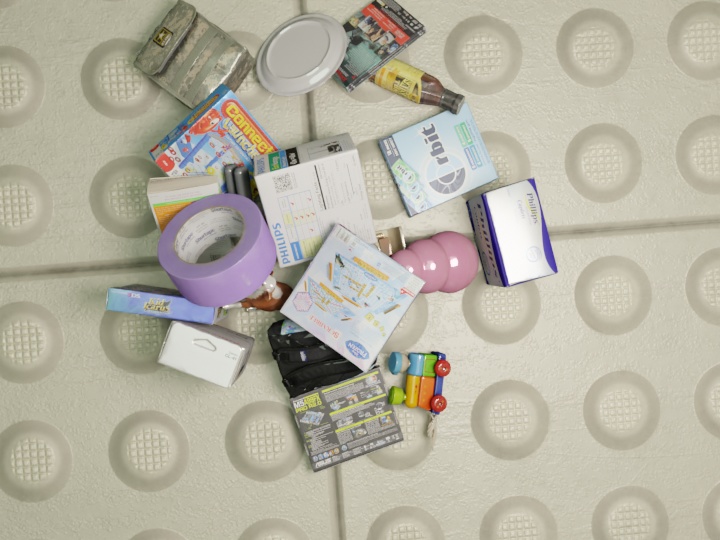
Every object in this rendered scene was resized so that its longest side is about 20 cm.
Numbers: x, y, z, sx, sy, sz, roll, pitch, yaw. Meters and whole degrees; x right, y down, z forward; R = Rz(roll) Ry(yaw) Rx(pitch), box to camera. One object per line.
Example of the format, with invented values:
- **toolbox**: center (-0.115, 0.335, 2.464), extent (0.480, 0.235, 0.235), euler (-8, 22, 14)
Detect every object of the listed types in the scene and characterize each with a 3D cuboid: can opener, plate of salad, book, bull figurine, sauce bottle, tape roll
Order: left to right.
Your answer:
- **book**: center (-0.325, -0.091, 1.410), extent (0.132, 0.048, 0.201), euler (-6, 134, -3)
- **tape roll**: center (-0.258, -0.038, 1.309), extent (0.198, 0.085, 0.201), euler (-8, 51, 10)
- **can opener**: center (-0.228, -0.118, 1.435), extent (0.052, 0.066, 0.201), euler (13, 127, 29)
- **bull figurine**: center (-0.195, 0.046, 1.405), extent (0.120, 0.200, 0.066), euler (-7, 78, 14)
- **plate of salad**: center (-0.117, -0.430, 1.456), extent (0.198, 0.048, 0.202), euler (-8, 64, 17)
- **sauce bottle**: center (0.115, -0.374, 1.461), extent (0.199, 0.066, 0.066), euler (26, 89, 12)

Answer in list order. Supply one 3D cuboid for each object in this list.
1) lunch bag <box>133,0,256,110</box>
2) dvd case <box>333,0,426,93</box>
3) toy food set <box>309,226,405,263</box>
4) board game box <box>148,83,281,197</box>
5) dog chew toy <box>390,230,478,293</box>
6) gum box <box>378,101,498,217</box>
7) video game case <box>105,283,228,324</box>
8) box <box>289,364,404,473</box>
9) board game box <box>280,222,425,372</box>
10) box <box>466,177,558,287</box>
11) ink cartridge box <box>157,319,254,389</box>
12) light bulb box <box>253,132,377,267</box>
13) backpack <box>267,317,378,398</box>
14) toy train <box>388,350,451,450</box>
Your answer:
- **lunch bag**: center (-0.336, -0.421, 1.436), extent (0.199, 0.118, 0.165), euler (37, 92, 3)
- **dvd case**: center (0.014, -0.463, 1.462), extent (0.200, 0.022, 0.146), euler (-38, 59, -3)
- **toy food set**: center (0.000, 0.000, 1.475), extent (0.198, 0.060, 0.145), euler (-12, 90, -3)
- **board game box**: center (-0.271, -0.221, 1.416), extent (0.196, 0.056, 0.200), euler (-44, 127, -2)
- **dog chew toy**: center (0.136, -0.010, 1.423), extent (0.199, 0.124, 0.126), euler (-9, 90, -33)
- **gum box**: center (0.159, -0.227, 1.489), extent (0.199, 0.045, 0.171), euler (-23, 91, -2)
- **video game case**: center (-0.365, 0.064, 1.399), extent (0.198, 0.181, 0.046), euler (8, 90, -2)
- **box**: center (-0.028, 0.302, 1.481), extent (0.198, 0.044, 0.162), euler (-19, 90, -3)
- **board game box**: center (-0.014, 0.049, 1.343), extent (0.199, 0.041, 0.200), euler (35, 93, 8)
- **box**: center (0.291, -0.070, 1.416), extent (0.104, 0.200, 0.186), euler (-15, 90, -1)
- **ink cartridge box**: center (-0.291, 0.153, 1.393), extent (0.146, 0.200, 0.086), euler (21, 90, -2)
- **light bulb box**: center (-0.088, -0.138, 1.407), extent (0.198, 0.125, 0.200), euler (-14, 116, -2)
- **backpack**: center (-0.058, 0.147, 1.431), extent (0.198, 0.154, 0.164), euler (-13, 110, 20)
- **toy train**: center (0.108, 0.261, 1.456), extent (0.115, 0.085, 0.202), euler (7, 90, -15)
